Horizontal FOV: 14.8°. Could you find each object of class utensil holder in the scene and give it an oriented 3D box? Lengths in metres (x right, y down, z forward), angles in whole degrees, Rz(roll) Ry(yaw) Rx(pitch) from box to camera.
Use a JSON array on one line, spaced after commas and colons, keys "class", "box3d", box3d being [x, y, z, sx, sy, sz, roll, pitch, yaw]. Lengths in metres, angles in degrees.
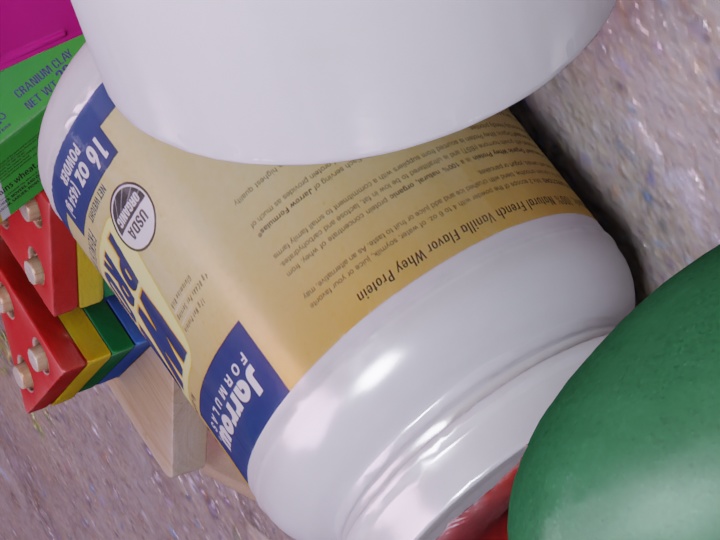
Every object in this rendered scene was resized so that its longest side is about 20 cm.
[{"class": "utensil holder", "box3d": [-0.022, -0.153, 0.738, 0.170, 0.170, 0.200, 39, 151, 46]}]

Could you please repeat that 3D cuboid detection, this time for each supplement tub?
[{"class": "supplement tub", "box3d": [0.000, 0.000, 0.913, 0.200, 0.144, 0.145, 53, 158, 22]}]

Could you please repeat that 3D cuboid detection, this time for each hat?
[{"class": "hat", "box3d": [0.046, 0.048, 0.707, 0.166, 0.175, 0.201, 162, 114, -77]}]

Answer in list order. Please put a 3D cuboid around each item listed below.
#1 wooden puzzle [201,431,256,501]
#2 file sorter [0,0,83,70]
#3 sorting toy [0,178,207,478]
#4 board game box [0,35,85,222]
[{"class": "wooden puzzle", "box3d": [-0.054, 0.009, 1.217, 0.185, 0.037, 0.201, 17, 127, 63]}, {"class": "file sorter", "box3d": [-0.104, -0.198, 0.920, 0.125, 0.139, 0.200, 50, 157, 36]}, {"class": "sorting toy", "box3d": [-0.143, -0.030, 1.239, 0.200, 0.069, 0.199, 53, 153, 35]}, {"class": "board game box", "box3d": [-0.174, -0.114, 1.164, 0.200, 0.153, 0.040, 46, 172, 34]}]
